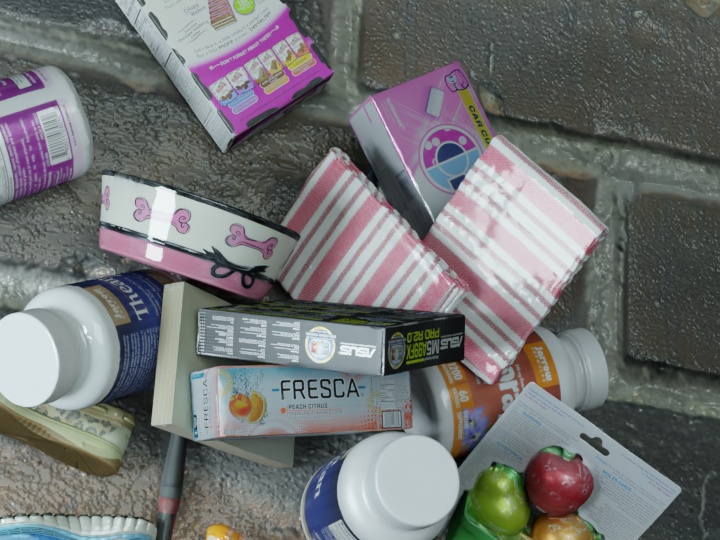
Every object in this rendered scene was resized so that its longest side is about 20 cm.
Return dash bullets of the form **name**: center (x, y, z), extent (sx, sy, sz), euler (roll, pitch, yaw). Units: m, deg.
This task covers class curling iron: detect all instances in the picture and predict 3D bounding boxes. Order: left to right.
- **curling iron**: center (-0.175, 0.222, 1.584), extent (0.049, 0.025, 0.202), euler (16, 63, -37)

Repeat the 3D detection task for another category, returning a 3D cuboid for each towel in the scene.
- **towel**: center (0.000, 0.000, 1.624), extent (0.200, 0.147, 0.030), euler (48, 28, 19)
- **towel**: center (0.131, -0.010, 1.584), extent (0.146, 0.201, 0.030), euler (43, 24, 20)

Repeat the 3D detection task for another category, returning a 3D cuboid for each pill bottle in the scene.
- **pill bottle**: center (-0.362, -0.113, 1.571), extent (0.198, 0.112, 0.113), euler (-22, 82, -24)
- **pill bottle**: center (-0.242, 0.064, 1.510), extent (0.199, 0.110, 0.112), euler (-14, 76, -60)
- **pill bottle**: center (0.021, 0.213, 1.555), extent (0.110, 0.200, 0.113), euler (6, 72, -17)
- **pill bottle**: center (0.145, 0.118, 1.675), extent (0.198, 0.112, 0.114), euler (-12, 78, -22)

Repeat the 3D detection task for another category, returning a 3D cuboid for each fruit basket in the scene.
- **fruit basket**: center (0.181, 0.226, 1.621), extent (0.184, 0.094, 0.201), euler (34, 110, -5)

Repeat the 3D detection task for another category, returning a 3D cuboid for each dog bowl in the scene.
- **dog bowl**: center (-0.160, -0.030, 1.578), extent (0.198, 0.200, 0.075), euler (18, 88, -13)

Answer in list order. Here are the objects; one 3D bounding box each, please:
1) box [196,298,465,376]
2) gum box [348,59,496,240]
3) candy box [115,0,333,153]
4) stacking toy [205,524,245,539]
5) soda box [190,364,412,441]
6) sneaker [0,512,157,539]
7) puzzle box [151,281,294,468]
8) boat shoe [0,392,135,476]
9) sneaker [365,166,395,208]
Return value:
- **box**: center (-0.025, 0.059, 1.522), extent (0.160, 0.198, 0.045), euler (-6, 99, -60)
- **gum box**: center (0.087, -0.096, 1.682), extent (0.113, 0.066, 0.202), euler (-24, 85, -27)
- **candy box**: center (-0.141, -0.242, 1.714), extent (0.136, 0.061, 0.201), euler (-34, 88, -24)
- **stacking toy**: center (-0.068, 0.306, 1.561), extent (0.199, 0.116, 0.110), euler (37, 63, 7)
- **soda box**: center (-0.052, 0.118, 1.510), extent (0.198, 0.068, 0.064), euler (1, 81, -29)
- **sneaker**: center (-0.281, 0.267, 1.504), extent (0.197, 0.078, 0.091), euler (3, 76, -18)
- **puzzle box**: center (-0.123, 0.103, 1.569), extent (0.200, 0.025, 0.135), euler (31, 57, -53)
- **boat shoe**: center (-0.305, 0.122, 1.547), extent (0.199, 0.073, 0.063), euler (32, 60, -19)
- **sneaker**: center (0.036, -0.015, 1.703), extent (0.086, 0.074, 0.202), euler (16, 70, -19)
